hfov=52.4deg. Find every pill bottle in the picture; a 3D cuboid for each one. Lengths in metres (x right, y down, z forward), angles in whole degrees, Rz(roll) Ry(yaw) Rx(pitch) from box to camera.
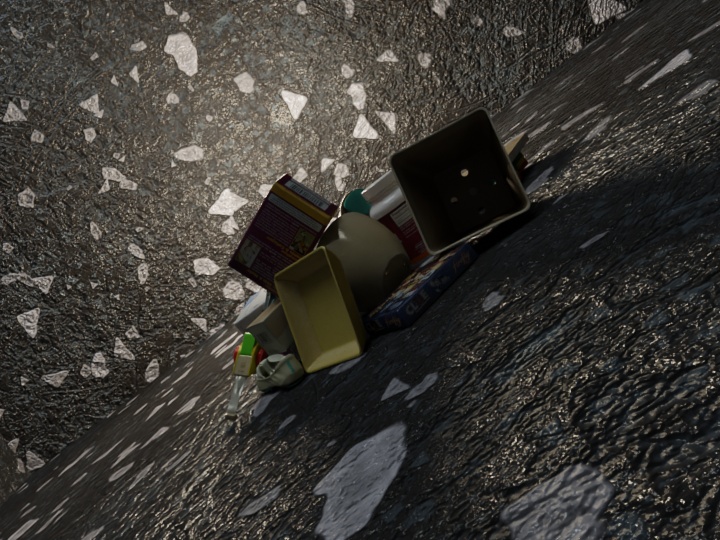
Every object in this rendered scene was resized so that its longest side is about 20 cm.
[{"bbox_3d":[0.093,-0.111,1.573,0.113,0.200,0.113,-36,7,5],"label":"pill bottle"}]

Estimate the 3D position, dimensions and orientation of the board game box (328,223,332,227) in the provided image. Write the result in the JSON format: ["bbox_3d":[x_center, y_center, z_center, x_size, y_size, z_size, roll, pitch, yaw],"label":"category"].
[{"bbox_3d":[0.020,-0.134,1.810,0.152,0.045,0.200,-39,-10,14],"label":"board game box"}]

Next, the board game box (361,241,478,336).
[{"bbox_3d":[0.104,0.034,1.295,0.200,0.035,0.135,-42,9,-29],"label":"board game box"}]

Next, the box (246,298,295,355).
[{"bbox_3d":[-0.126,0.075,1.489,0.200,0.078,0.095,-46,11,-31],"label":"box"}]

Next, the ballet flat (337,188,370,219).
[{"bbox_3d":[-0.027,-0.104,1.567,0.065,0.070,0.200,-48,12,37],"label":"ballet flat"}]

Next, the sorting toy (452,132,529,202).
[{"bbox_3d":[0.302,-0.213,1.715,0.199,0.070,0.199,-31,10,37],"label":"sorting toy"}]

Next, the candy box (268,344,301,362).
[{"bbox_3d":[-0.130,0.149,1.590,0.200,0.061,0.136,-31,11,43],"label":"candy box"}]

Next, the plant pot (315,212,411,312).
[{"bbox_3d":[0.020,-0.003,1.439,0.134,0.201,0.200,18,47,38],"label":"plant pot"}]

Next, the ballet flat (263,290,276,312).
[{"bbox_3d":[-0.173,0.054,1.560,0.072,0.072,0.202,161,118,-68],"label":"ballet flat"}]

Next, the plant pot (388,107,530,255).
[{"bbox_3d":[0.197,-0.156,1.378,0.199,0.201,0.177,-26,-8,16],"label":"plant pot"}]

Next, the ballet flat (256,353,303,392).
[{"bbox_3d":[-0.170,0.200,1.461,0.069,0.070,0.200,-42,8,-30],"label":"ballet flat"}]

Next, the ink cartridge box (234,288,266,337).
[{"bbox_3d":[-0.176,0.070,1.679,0.199,0.084,0.145,-35,13,18],"label":"ink cartridge box"}]

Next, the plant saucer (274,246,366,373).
[{"bbox_3d":[-0.067,0.072,1.338,0.048,0.201,0.200,-16,-7,-37],"label":"plant saucer"}]

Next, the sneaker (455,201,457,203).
[{"bbox_3d":[0.169,-0.145,1.795,0.199,0.078,0.099,-23,14,-12],"label":"sneaker"}]

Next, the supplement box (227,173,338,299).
[{"bbox_3d":[-0.151,-0.067,1.444,0.201,0.130,0.103,-56,3,19],"label":"supplement box"}]

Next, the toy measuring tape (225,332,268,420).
[{"bbox_3d":[-0.238,0.218,1.528,0.073,0.073,0.201,-25,49,58],"label":"toy measuring tape"}]
